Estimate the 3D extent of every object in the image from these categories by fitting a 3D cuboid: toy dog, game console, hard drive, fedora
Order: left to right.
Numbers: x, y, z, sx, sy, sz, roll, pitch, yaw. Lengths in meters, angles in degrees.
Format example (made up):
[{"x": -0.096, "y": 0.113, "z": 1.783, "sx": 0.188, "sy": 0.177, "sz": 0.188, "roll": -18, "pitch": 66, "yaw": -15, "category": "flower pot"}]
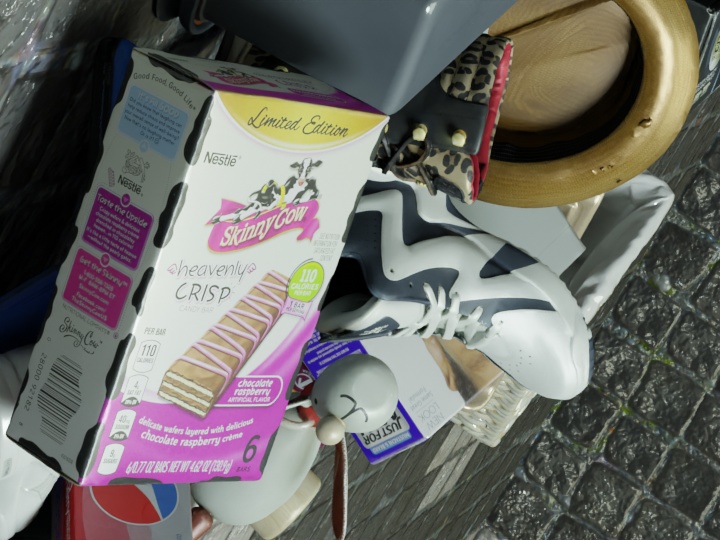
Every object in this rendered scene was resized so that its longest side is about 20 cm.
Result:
[{"x": -0.156, "y": -0.021, "z": 1.410, "sx": 0.200, "sy": 0.117, "sz": 0.172, "roll": 35, "pitch": 58, "yaw": -79, "category": "game console"}, {"x": -0.057, "y": 0.107, "z": 1.530, "sx": 0.097, "sy": 0.131, "sz": 0.200, "roll": -54, "pitch": 170, "yaw": -31, "category": "toy dog"}, {"x": 0.055, "y": -0.068, "z": 1.710, "sx": 0.026, "sy": 0.201, "sz": 0.132, "roll": -32, "pitch": -175, "yaw": 36, "category": "hard drive"}, {"x": 0.106, "y": -0.135, "z": 1.644, "sx": 0.082, "sy": 0.200, "sz": 0.201, "roll": -75, "pitch": -169, "yaw": -63, "category": "fedora"}]

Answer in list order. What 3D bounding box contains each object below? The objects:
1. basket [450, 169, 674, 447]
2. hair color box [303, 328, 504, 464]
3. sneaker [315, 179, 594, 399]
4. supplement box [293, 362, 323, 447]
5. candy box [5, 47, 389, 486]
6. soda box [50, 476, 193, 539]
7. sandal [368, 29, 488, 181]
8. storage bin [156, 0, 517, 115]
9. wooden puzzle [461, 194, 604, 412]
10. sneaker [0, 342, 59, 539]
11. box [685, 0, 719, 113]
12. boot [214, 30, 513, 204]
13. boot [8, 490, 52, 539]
[{"x": 0.085, "y": -0.015, "z": 1.975, "sx": 0.198, "sy": 0.200, "sz": 0.161, "roll": -50, "pitch": 172, "yaw": -26, "category": "basket"}, {"x": 0.000, "y": 0.000, "z": 1.615, "sx": 0.109, "sy": 0.201, "sz": 0.065, "roll": -38, "pitch": -173, "yaw": -40, "category": "hair color box"}, {"x": 0.035, "y": 0.023, "z": 1.539, "sx": 0.079, "sy": 0.199, "sz": 0.130, "roll": -29, "pitch": -166, "yaw": 51, "category": "sneaker"}, {"x": -0.046, "y": 0.027, "z": 1.702, "sx": 0.200, "sy": 0.131, "sz": 0.103, "roll": -48, "pitch": 166, "yaw": -38, "category": "supplement box"}, {"x": -0.077, "y": 0.002, "z": 1.306, "sx": 0.136, "sy": 0.061, "sz": 0.201, "roll": 3, "pitch": 110, "yaw": -52, "category": "candy box"}, {"x": -0.132, "y": 0.116, "z": 1.493, "sx": 0.201, "sy": 0.070, "sz": 0.064, "roll": -97, "pitch": -159, "yaw": -45, "category": "soda box"}, {"x": 0.032, "y": -0.138, "z": 1.542, "sx": 0.082, "sy": 0.050, "sz": 0.204, "roll": 41, "pitch": 64, "yaw": -38, "category": "sandal"}, {"x": 0.013, "y": -0.181, "z": 1.391, "sx": 0.200, "sy": 0.134, "sz": 0.146, "roll": -45, "pitch": 164, "yaw": -46, "category": "storage bin"}, {"x": 0.044, "y": -0.026, "z": 1.816, "sx": 0.201, "sy": 0.184, "sz": 0.037, "roll": -63, "pitch": -176, "yaw": 22, "category": "wooden puzzle"}, {"x": -0.163, "y": 0.086, "z": 1.415, "sx": 0.099, "sy": 0.075, "sz": 0.200, "roll": -20, "pitch": 168, "yaw": -17, "category": "sneaker"}, {"x": 0.157, "y": -0.193, "z": 1.750, "sx": 0.164, "sy": 0.199, "sz": 0.087, "roll": -38, "pitch": 151, "yaw": -55, "category": "box"}, {"x": -0.011, "y": -0.063, "z": 1.424, "sx": 0.073, "sy": 0.150, "sz": 0.201, "roll": 89, "pitch": 16, "yaw": -57, "category": "boot"}, {"x": -0.240, "y": 0.210, "z": 1.543, "sx": 0.198, "sy": 0.073, "sz": 0.163, "roll": -40, "pitch": 159, "yaw": -32, "category": "boot"}]
